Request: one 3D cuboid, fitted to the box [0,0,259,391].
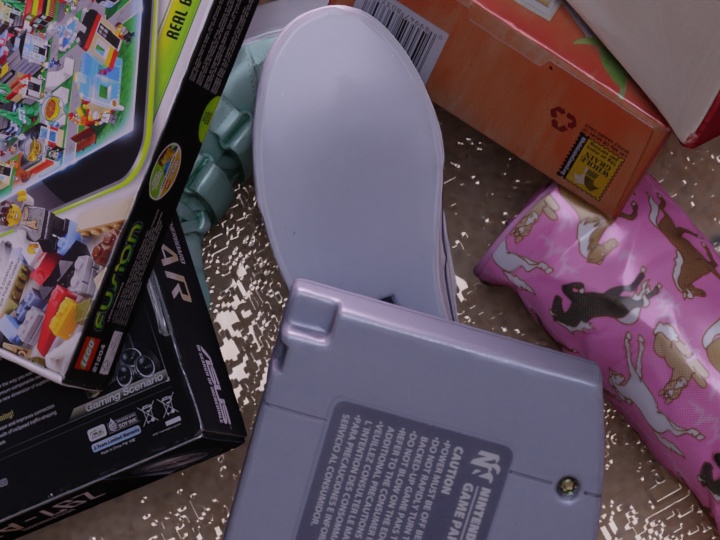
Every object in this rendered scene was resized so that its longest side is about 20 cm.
[{"bbox_3d":[-0.101,-0.072,0.706,0.109,0.035,0.202,21,89,20],"label":"box"}]

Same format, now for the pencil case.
[{"bbox_3d":[0.132,0.042,0.789,0.200,0.087,0.083,49,44,9],"label":"pencil case"}]

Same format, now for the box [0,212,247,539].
[{"bbox_3d":[-0.158,0.023,0.754,0.199,0.043,0.161,-24,76,14],"label":"box"}]

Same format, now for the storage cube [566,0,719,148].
[{"bbox_3d":[0.152,-0.183,0.708,0.179,0.201,0.171,-26,67,-29],"label":"storage cube"}]

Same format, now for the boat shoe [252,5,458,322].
[{"bbox_3d":[0.000,0.000,0.773,0.073,0.065,0.202,-11,102,-8],"label":"boat shoe"}]

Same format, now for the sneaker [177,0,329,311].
[{"bbox_3d":[-0.059,-0.018,0.800,0.199,0.074,0.119,-31,73,0],"label":"sneaker"}]

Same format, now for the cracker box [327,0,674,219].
[{"bbox_3d":[0.090,-0.128,0.805,0.133,0.058,0.200,33,49,5],"label":"cracker box"}]

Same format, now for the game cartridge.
[{"bbox_3d":[0.013,0.113,0.748,0.132,0.042,0.202,15,106,-7],"label":"game cartridge"}]
